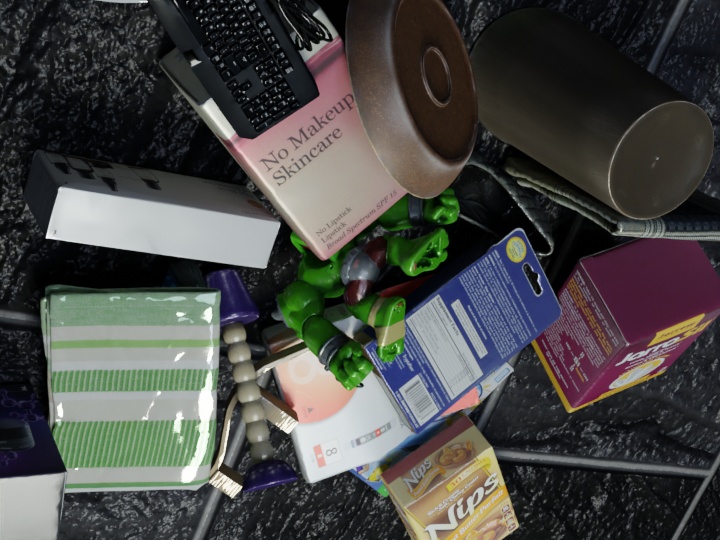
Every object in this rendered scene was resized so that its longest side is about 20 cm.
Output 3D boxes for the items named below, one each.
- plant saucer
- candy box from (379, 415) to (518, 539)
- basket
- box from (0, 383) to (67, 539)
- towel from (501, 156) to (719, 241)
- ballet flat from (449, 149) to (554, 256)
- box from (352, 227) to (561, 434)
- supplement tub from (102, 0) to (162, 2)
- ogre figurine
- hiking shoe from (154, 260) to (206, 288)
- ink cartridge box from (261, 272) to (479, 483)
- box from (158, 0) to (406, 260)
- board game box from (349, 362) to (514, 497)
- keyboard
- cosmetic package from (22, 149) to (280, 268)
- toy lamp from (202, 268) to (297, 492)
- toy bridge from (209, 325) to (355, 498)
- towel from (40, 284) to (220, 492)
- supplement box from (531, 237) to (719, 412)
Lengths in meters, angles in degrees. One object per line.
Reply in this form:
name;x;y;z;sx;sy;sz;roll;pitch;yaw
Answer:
plant saucer;0.052;-0.162;1.075;0.034;0.201;0.200;-9;137;29
candy box;0.102;0.257;1.403;0.115;0.055;0.200;-34;142;-9
basket;0.215;-0.140;1.159;0.180;0.200;0.136;25;104;-36
box;-0.364;0.166;1.060;0.199;0.141;0.079;-1;116;-29
towel;0.264;-0.066;1.231;0.192;0.200;0.035;0;112;-28
ballet flat;0.123;-0.071;1.240;0.200;0.057;0.067;24;108;-37
box;0.101;0.056;1.255;0.200;0.032;0.121;-37;119;-12
supplement tub;-0.162;-0.304;0.886;0.144;0.145;0.201;-12;123;-22
ogre figurine;0.000;0.000;1.154;0.098;0.120;0.201;18;93;-61
hiking shoe;-0.199;0.081;1.142;0.087;0.074;0.200;11;111;-32
ink cartridge box;0.017;0.107;1.257;0.199;0.050;0.163;-17;112;-6
box;-0.053;-0.130;1.075;0.128;0.109;0.200;-40;130;-2
board game box;0.052;0.134;1.339;0.200;0.034;0.135;-46;129;3
keyboard;-0.080;-0.177;0.913;0.104;0.040;0.200;-38;141;-3
cosmetic package;-0.175;-0.052;1.072;0.200;0.083;0.051;8;114;-33
toy lamp;-0.106;0.098;1.148;0.058;0.201;0.058;-14;168;-3
toy bridge;-0.090;0.127;1.199;0.067;0.027;0.200;37;100;-18
towel;-0.202;0.107;1.114;0.152;0.023;0.201;1;113;-8
supplement box;0.275;0.051;1.314;0.131;0.103;0.200;-19;159;-17
